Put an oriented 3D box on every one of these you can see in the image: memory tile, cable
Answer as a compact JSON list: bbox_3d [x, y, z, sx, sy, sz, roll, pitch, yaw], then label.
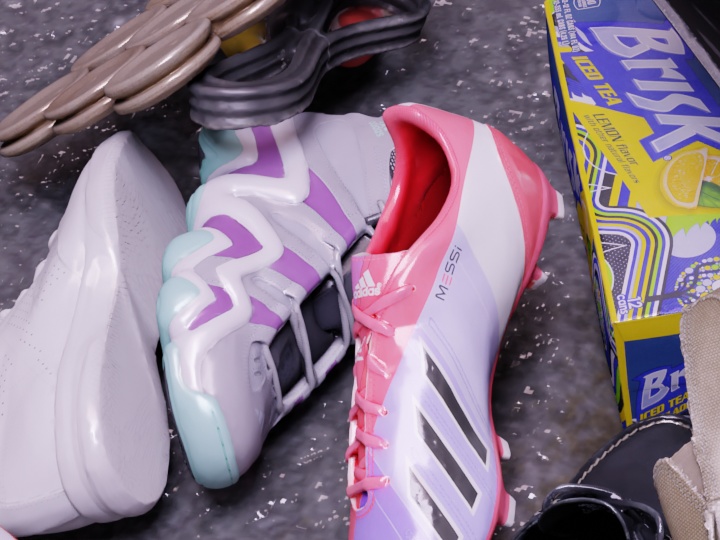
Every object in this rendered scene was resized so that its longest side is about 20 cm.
[{"bbox_3d":[-0.057,-0.113,1.218,0.200,0.017,0.153,-43,16,-32],"label":"memory tile"},{"bbox_3d":[-0.021,-0.083,1.214,0.096,0.051,0.200,5,23,1],"label":"cable"}]

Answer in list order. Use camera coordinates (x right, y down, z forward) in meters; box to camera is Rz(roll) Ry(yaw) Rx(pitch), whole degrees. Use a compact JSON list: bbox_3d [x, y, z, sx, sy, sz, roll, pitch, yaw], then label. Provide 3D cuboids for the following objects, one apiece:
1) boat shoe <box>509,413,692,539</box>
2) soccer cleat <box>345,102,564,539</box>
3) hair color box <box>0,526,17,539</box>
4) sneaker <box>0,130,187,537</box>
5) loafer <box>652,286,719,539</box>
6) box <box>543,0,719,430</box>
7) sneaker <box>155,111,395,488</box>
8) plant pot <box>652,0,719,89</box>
[{"bbox_3d":[0.078,0.108,1.002,0.074,0.066,0.200,16,48,27],"label":"boat shoe"},{"bbox_3d":[0.019,0.037,1.050,0.067,0.076,0.201,-16,52,50],"label":"soccer cleat"},{"bbox_3d":[-0.203,0.154,1.000,0.200,0.061,0.101,-39,55,-24],"label":"hair color box"},{"bbox_3d":[-0.118,0.023,1.145,0.088,0.075,0.201,-20,35,21],"label":"sneaker"},{"bbox_3d":[0.135,0.091,0.978,0.067,0.076,0.201,-6,65,33],"label":"loafer"},{"bbox_3d":[0.119,-0.029,1.149,0.070,0.065,0.201,-9,41,2],"label":"box"},{"bbox_3d":[0.000,0.000,1.131,0.139,0.078,0.201,-4,42,9],"label":"sneaker"},{"bbox_3d":[0.221,-0.108,1.085,0.199,0.177,0.200,-36,59,5],"label":"plant pot"}]
